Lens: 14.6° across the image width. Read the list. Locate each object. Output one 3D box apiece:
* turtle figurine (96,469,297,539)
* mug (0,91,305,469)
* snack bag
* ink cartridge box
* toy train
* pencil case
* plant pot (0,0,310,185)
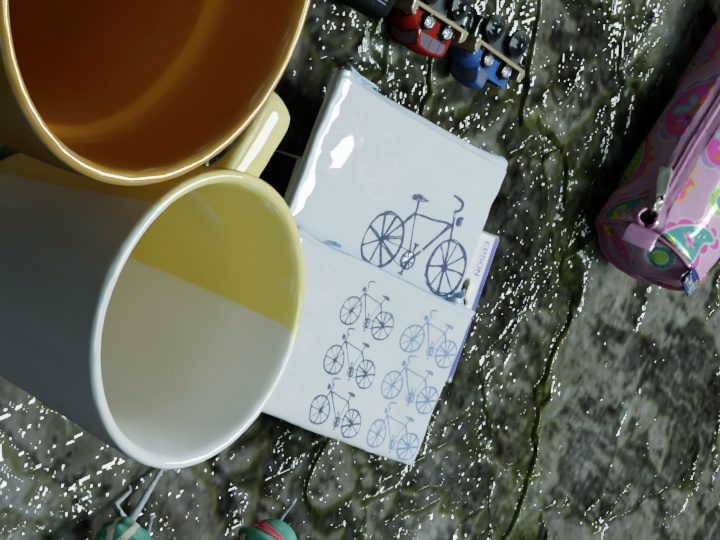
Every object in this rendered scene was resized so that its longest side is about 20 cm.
[{"bbox_3d":[-0.097,0.194,1.575,0.200,0.101,0.150,-53,138,-15],"label":"turtle figurine"},{"bbox_3d":[-0.120,-0.002,1.418,0.186,0.153,0.150,-36,129,-38],"label":"mug"},{"bbox_3d":[0.010,0.001,1.625,0.188,0.021,0.201,26,84,-51],"label":"snack bag"},{"bbox_3d":[0.000,0.000,1.660,0.200,0.039,0.100,21,87,-51],"label":"ink cartridge box"},{"bbox_3d":[0.040,-0.149,1.653,0.200,0.034,0.046,26,87,-51],"label":"toy train"},{"bbox_3d":[0.232,-0.082,1.873,0.200,0.087,0.087,-57,139,-17],"label":"pencil case"},{"bbox_3d":[-0.152,-0.156,1.296,0.200,0.183,0.201,-21,119,-45],"label":"plant pot"}]
